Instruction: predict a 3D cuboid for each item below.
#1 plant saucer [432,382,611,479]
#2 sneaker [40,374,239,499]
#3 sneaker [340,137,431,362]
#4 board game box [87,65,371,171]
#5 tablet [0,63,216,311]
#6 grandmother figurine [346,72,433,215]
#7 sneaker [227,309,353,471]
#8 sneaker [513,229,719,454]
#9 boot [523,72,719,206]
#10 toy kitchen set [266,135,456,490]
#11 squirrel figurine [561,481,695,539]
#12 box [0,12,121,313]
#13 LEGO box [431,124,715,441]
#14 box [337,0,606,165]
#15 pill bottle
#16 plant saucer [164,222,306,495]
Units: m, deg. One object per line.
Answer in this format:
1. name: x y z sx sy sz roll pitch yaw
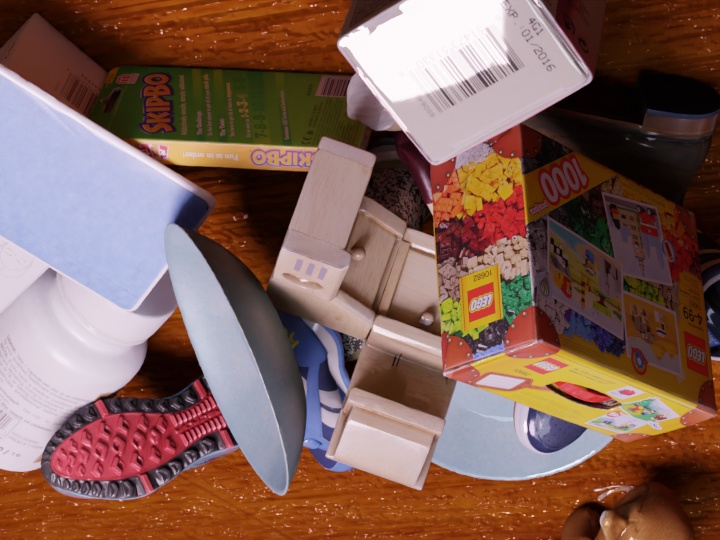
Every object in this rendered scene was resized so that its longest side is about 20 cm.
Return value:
1. plant saucer: 0.110 0.069 1.706 0.200 0.039 0.202 2 125 4
2. sneaker: -0.158 0.138 1.755 0.080 0.199 0.096 67 151 14
3. sneaker: 0.000 0.000 1.664 0.076 0.089 0.201 17 128 -1
4. board game box: -0.091 -0.108 1.600 0.199 0.096 0.030 5 127 8
5. tablet: -0.214 -0.060 1.592 0.199 0.014 0.130 31 126 -14
6. grandmother figurine: 0.054 -0.083 1.572 0.060 0.122 0.200 -33 135 12
7. sneaker: -0.050 0.095 1.712 0.074 0.082 0.200 35 157 36
8. sneaker: 0.196 0.059 1.593 0.200 0.108 0.070 -51 123 -3
9. boot: 0.145 -0.090 1.577 0.199 0.075 0.097 9 124 3
10. toy kitchen set: 0.033 0.042 1.492 0.199 0.164 0.180 19 166 -1
11. squirrel figurine: 0.192 0.262 1.746 0.141 0.200 0.187 30 135 -5
12. box: -0.260 -0.069 1.664 0.124 0.098 0.200 39 123 -17
13. LEGO box: 0.139 0.012 1.469 0.077 0.150 0.200 -21 152 36
14. box: 0.079 -0.182 1.443 0.127 0.200 0.109 -27 115 28
15. pill bottle: -0.229 0.057 1.739 0.114 0.115 0.200 36 125 -15
16. plant saucer: -0.078 0.054 1.553 0.039 0.201 0.202 -23 125 -14
